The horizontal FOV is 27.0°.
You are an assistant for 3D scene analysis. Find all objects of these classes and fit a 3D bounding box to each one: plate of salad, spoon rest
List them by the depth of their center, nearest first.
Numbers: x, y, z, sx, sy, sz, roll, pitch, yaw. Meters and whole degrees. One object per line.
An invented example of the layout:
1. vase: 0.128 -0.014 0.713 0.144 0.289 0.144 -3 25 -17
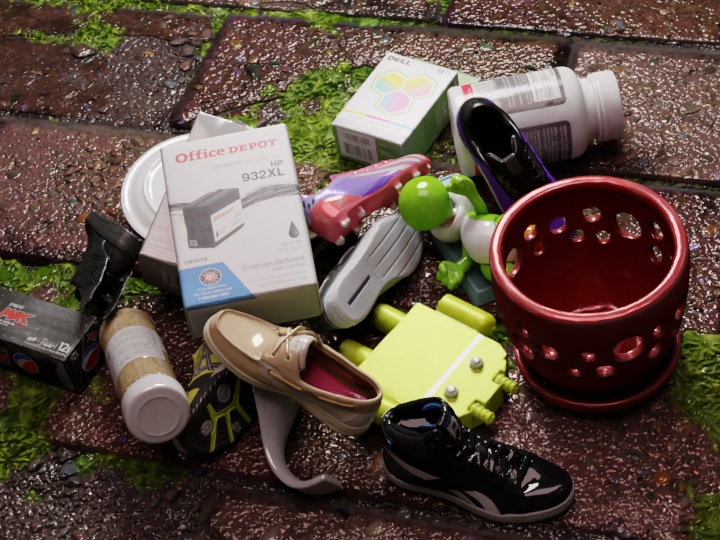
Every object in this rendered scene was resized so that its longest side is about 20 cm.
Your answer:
1. spoon rest: -0.080 0.148 1.573 0.060 0.099 0.201 -30 57 15
2. plate of salad: -0.192 -0.091 1.831 0.198 0.048 0.201 1 50 -1

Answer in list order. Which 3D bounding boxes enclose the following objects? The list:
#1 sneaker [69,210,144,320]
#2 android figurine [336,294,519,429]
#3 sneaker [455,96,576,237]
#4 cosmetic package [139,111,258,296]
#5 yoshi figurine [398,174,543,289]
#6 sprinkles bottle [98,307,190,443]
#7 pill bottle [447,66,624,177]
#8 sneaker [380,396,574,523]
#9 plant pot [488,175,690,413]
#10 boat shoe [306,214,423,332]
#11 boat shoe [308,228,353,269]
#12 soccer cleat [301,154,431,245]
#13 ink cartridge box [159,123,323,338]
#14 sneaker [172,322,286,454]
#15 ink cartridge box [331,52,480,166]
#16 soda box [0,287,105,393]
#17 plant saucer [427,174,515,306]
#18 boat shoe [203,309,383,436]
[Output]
1. sneaker: -0.303 -0.006 1.741 0.105 0.060 0.200 -58 24 -6
2. android figurine: 0.075 0.105 1.610 0.199 0.041 0.182 27 58 33
3. sneaker: 0.173 -0.111 1.694 0.069 0.100 0.201 -37 90 2
4. cosmetic package: -0.171 -0.071 1.732 0.106 0.090 0.201 19 64 5
5. yoshi figurine: 0.115 -0.047 1.674 0.112 0.112 0.200 -42 51 -17
6. sprinkles bottle: -0.233 0.109 1.602 0.068 0.069 0.200 -21 28 -9
7. pill bottle: 0.209 -0.182 1.797 0.198 0.111 0.111 -10 47 1
8. sneaker: 0.111 0.183 1.481 0.199 0.112 0.073 8 51 18
9. plant pot: 0.236 0.033 1.546 0.199 0.183 0.201 -5 47 5
10. boat shoe: 0.000 0.000 1.695 0.071 0.072 0.200 -19 17 41
11. boat shoe: -0.087 -0.025 1.748 0.076 0.072 0.200 18 42 40
12. soccer cleat: 0.007 -0.097 1.736 0.076 0.067 0.200 39 47 18
13. ink cartridge box: -0.130 -0.044 1.621 0.144 0.084 0.201 -11 64 -2
14. sneaker: -0.151 0.120 1.629 0.076 0.076 0.200 -2 41 37
15. ink cartridge box: 0.060 -0.213 1.888 0.103 0.060 0.200 20 54 26
16. soda box: -0.390 0.071 1.710 0.199 0.064 0.071 16 52 22
17. plant saucer: 0.122 -0.041 1.748 0.070 0.019 0.200 -22 49 -9
18. boat shoe: -0.063 0.090 1.528 0.199 0.069 0.074 30 47 -5
